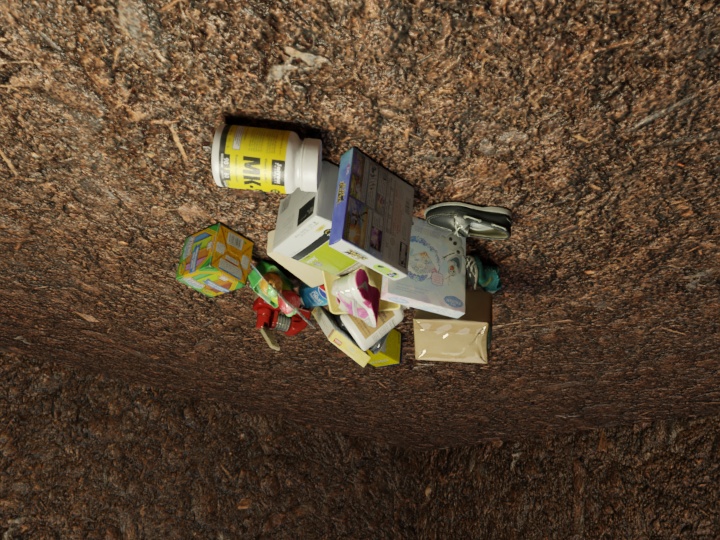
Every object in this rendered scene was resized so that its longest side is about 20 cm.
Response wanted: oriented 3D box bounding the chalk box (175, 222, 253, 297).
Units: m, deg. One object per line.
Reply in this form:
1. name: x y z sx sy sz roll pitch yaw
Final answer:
1. chalk box: -0.391 -0.018 1.478 0.196 0.128 0.124 -17 146 38

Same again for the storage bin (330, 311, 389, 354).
1. storage bin: 0.001 0.124 1.634 0.132 0.149 0.200 27 -174 -19

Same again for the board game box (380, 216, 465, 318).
1. board game box: 0.147 -0.013 1.290 0.194 0.205 0.043 15 153 -17

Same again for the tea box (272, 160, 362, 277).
1. tea box: -0.058 -0.101 1.234 0.193 0.138 0.198 23 150 -29

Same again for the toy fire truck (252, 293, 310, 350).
1. toy fire truck: -0.236 0.155 1.699 0.172 0.207 0.128 19 152 -26

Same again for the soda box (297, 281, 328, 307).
1. soda box: -0.072 0.048 1.582 0.194 0.068 0.066 -10 120 28

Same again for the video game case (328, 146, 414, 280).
1. video game case: 0.027 -0.109 1.124 0.178 0.207 0.045 27 149 -36

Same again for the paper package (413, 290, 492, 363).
1. paper package: 0.229 0.130 1.391 0.184 0.200 0.107 0 109 15

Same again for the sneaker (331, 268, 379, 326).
1. sneaker: -0.009 0.066 1.341 0.085 0.084 0.202 -4 144 20

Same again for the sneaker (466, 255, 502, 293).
1. sneaker: 0.318 0.009 1.466 0.078 0.080 0.200 -23 151 13

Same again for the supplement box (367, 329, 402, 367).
1. supplement box: 0.044 0.240 1.910 0.107 0.112 0.198 -15 146 36

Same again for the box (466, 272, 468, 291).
1. box: 0.209 -0.001 1.448 0.080 0.071 0.200 -9 149 29

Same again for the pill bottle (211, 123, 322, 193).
1. pill bottle: -0.172 -0.208 1.073 0.192 0.118 0.115 5 154 0

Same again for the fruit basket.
1. fruit basket: -0.221 0.072 1.556 0.093 0.200 0.186 -41 146 -1

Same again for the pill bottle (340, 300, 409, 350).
1. pill bottle: 0.053 0.104 1.494 0.198 0.115 0.115 -38 151 -6

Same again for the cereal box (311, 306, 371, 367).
1. cereal box: -0.058 0.182 1.623 0.143 0.040 0.200 41 -177 -26

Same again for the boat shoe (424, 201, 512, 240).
1. boat shoe: 0.236 -0.104 1.248 0.192 0.062 0.076 2 154 9

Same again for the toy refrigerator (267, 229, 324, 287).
1. toy refrigerator: -0.150 -0.037 1.457 0.074 0.072 0.199 -17 147 25

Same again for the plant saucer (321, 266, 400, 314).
1. plant saucer: 0.000 0.000 1.422 0.193 0.207 0.048 -5 -164 23
